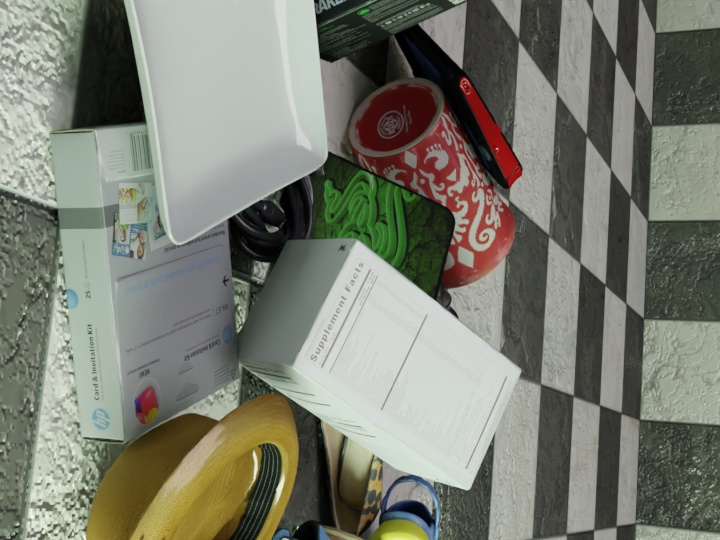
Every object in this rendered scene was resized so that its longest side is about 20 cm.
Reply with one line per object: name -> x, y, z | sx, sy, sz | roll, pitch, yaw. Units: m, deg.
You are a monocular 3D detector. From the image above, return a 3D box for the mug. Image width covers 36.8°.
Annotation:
mug -> 0.060, -0.103, 1.160 | 0.133, 0.177, 0.201 | -42, 136, -9

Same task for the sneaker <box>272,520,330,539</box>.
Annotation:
sneaker -> -0.082, 0.265, 0.885 | 0.199, 0.078, 0.091 | -22, 90, -60

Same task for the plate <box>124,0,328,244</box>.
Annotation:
plate -> -0.094, -0.145, 0.753 | 0.199, 0.032, 0.204 | -37, 127, -52

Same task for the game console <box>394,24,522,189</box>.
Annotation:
game console -> 0.093, -0.188, 1.151 | 0.177, 0.031, 0.201 | 48, 6, -45

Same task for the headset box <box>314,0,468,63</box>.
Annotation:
headset box -> 0.003, -0.301, 0.874 | 0.092, 0.172, 0.204 | 2, 72, -65

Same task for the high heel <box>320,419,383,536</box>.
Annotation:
high heel -> -0.013, 0.164, 1.019 | 0.201, 0.070, 0.145 | 68, 28, -54

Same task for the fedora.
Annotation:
fedora -> -0.123, 0.163, 0.733 | 0.201, 0.081, 0.203 | -45, 150, -35

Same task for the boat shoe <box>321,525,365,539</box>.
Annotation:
boat shoe -> -0.007, 0.310, 1.037 | 0.201, 0.071, 0.068 | 62, 39, -45

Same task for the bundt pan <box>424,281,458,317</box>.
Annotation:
bundt pan -> 0.061, 0.062, 1.083 | 0.202, 0.075, 0.205 | -23, 91, -80

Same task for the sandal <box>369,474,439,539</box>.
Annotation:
sandal -> 0.052, 0.278, 1.123 | 0.201, 0.078, 0.088 | 93, 10, -57

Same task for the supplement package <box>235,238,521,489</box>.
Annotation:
supplement package -> 0.013, 0.074, 0.873 | 0.199, 0.109, 0.115 | 38, 71, -28

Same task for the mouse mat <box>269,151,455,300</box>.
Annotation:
mouse mat -> 0.000, 0.000, 0.984 | 0.008, 0.159, 0.203 | -42, -151, 59

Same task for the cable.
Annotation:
cable -> -0.081, -0.106, 0.885 | 0.202, 0.050, 0.165 | 74, 27, -45

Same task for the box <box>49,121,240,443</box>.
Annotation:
box -> -0.144, -0.002, 0.760 | 0.156, 0.040, 0.204 | -25, 113, -64
